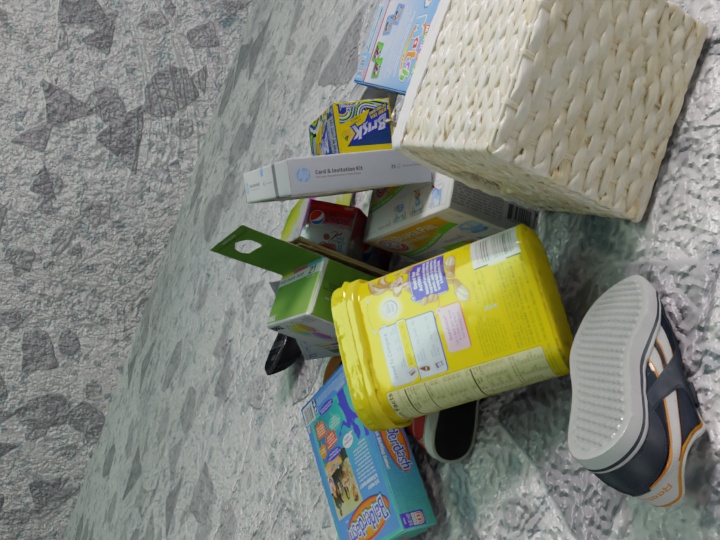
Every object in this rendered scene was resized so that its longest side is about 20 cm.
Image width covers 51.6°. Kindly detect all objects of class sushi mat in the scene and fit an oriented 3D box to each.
[{"bbox_3d":[0.000,0.000,0.911,0.096,0.200,0.012,-7,65,65],"label":"sushi mat"}]

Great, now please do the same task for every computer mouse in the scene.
[{"bbox_3d":[-0.095,0.086,1.257,0.140,0.046,0.200,-33,34,60],"label":"computer mouse"}]

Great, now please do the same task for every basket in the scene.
[{"bbox_3d":[0.169,-0.166,0.672,0.161,0.198,0.200,21,93,62],"label":"basket"}]

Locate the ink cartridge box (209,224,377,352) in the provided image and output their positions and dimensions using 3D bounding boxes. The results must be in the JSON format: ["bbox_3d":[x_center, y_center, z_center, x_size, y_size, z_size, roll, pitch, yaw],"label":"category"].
[{"bbox_3d":[-0.080,0.028,0.889,0.148,0.200,0.076,-21,51,63],"label":"ink cartridge box"}]

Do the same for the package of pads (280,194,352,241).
[{"bbox_3d":[-0.080,-0.074,1.262,0.155,0.068,0.200,-48,21,40],"label":"package of pads"}]

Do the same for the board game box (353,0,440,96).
[{"bbox_3d":[0.060,-0.285,0.885,0.151,0.037,0.200,-70,23,11],"label":"board game box"}]

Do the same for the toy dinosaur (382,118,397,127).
[{"bbox_3d":[0.108,-0.157,0.890,0.088,0.200,0.048,-11,81,25],"label":"toy dinosaur"}]

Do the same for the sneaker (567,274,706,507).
[{"bbox_3d":[0.208,0.089,0.564,0.078,0.079,0.200,-40,14,41],"label":"sneaker"}]

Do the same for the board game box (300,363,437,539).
[{"bbox_3d":[0.002,0.219,0.858,0.152,0.045,0.200,-51,49,48],"label":"board game box"}]

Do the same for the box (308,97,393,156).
[{"bbox_3d":[-0.016,-0.167,0.938,0.200,0.070,0.064,-163,67,-77],"label":"box"}]

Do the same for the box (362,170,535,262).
[{"bbox_3d":[0.100,-0.080,0.862,0.200,0.112,0.102,-19,57,63],"label":"box"}]

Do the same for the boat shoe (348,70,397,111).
[{"bbox_3d":[0.008,-0.208,1.067,0.200,0.072,0.066,121,149,-52],"label":"boat shoe"}]

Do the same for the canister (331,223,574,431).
[{"bbox_3d":[0.086,0.055,0.701,0.200,0.087,0.149,-21,72,24],"label":"canister"}]

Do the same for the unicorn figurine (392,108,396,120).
[{"bbox_3d":[0.083,-0.209,1.057,0.200,0.074,0.138,112,162,-52],"label":"unicorn figurine"}]

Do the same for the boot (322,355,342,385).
[{"bbox_3d":[0.007,0.121,0.960,0.155,0.074,0.200,6,82,62],"label":"boot"}]

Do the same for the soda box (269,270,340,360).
[{"bbox_3d":[-0.070,0.048,1.061,0.200,0.068,0.064,72,-168,-50],"label":"soda box"}]

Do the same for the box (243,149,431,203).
[{"bbox_3d":[-0.034,-0.105,0.838,0.200,0.156,0.041,-176,78,-69],"label":"box"}]

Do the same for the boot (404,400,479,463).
[{"bbox_3d":[0.085,0.094,0.826,0.144,0.072,0.200,18,94,68],"label":"boot"}]

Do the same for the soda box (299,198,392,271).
[{"bbox_3d":[-0.013,-0.033,0.991,0.200,0.070,0.064,38,-115,-71],"label":"soda box"}]
